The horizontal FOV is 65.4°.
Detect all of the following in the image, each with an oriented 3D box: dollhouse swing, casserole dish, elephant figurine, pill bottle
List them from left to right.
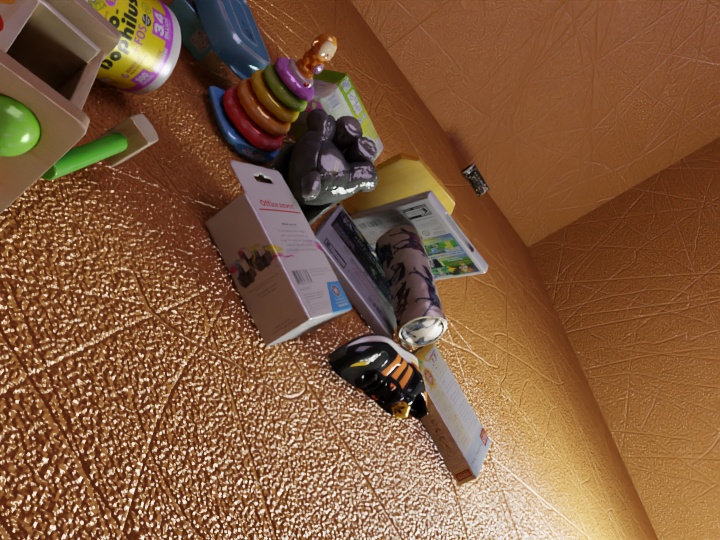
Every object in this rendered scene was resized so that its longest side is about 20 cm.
[{"bbox_3d":[-0.278,-0.252,0.538,0.200,0.104,0.105,9,52,-62],"label":"pill bottle"},{"bbox_3d":[-0.192,-0.369,0.846,0.121,0.039,0.201,20,44,-59],"label":"casserole dish"},{"bbox_3d":[-0.074,-0.129,0.821,0.154,0.200,0.142,1,72,-38],"label":"elephant figurine"},{"bbox_3d":[0.055,-0.171,1.064,0.200,0.175,0.182,39,26,-39],"label":"dollhouse swing"}]

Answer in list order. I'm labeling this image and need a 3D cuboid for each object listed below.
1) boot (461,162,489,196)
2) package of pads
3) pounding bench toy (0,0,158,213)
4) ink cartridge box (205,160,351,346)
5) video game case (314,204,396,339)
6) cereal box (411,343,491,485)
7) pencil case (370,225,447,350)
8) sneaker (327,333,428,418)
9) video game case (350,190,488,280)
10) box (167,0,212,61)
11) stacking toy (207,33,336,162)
[{"bbox_3d":[0.556,-0.435,2.700,0.151,0.073,0.200,58,16,0],"label":"boot"},{"bbox_3d":[-0.064,-0.251,0.913,0.200,0.068,0.155,33,-17,45],"label":"package of pads"},{"bbox_3d":[-0.241,-0.114,0.401,0.200,0.124,0.157,40,28,-40],"label":"pounding bench toy"},{"bbox_3d":[-0.102,-0.022,0.663,0.201,0.068,0.115,62,21,9],"label":"ink cartridge box"},{"bbox_3d":[0.000,0.000,0.926,0.200,0.023,0.182,53,22,-12],"label":"video game case"},{"bbox_3d":[0.134,0.220,0.897,0.201,0.039,0.144,61,21,7],"label":"cereal box"},{"bbox_3d":[0.078,0.026,0.913,0.078,0.089,0.201,25,39,-39],"label":"pencil case"},{"bbox_3d":[0.036,0.147,0.735,0.200,0.070,0.090,31,31,-54],"label":"sneaker"},{"bbox_3d":[0.100,-0.051,1.000,0.182,0.199,0.022,48,56,-25],"label":"video game case"},{"bbox_3d":[-0.247,-0.406,0.896,0.082,0.049,0.200,47,23,-26],"label":"box"},{"bbox_3d":[-0.106,-0.255,0.788,0.116,0.200,0.110,12,49,-57],"label":"stacking toy"}]
